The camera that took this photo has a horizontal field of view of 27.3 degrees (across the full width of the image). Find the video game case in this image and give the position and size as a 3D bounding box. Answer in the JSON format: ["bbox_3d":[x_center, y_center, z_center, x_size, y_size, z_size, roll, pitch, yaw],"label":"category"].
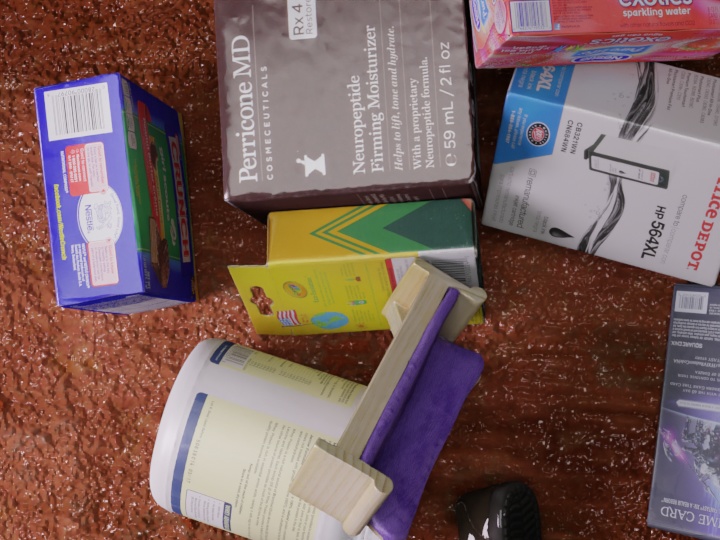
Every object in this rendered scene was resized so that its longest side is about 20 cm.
[{"bbox_3d":[0.296,0.114,1.179,0.019,0.142,0.203,8,87,-38],"label":"video game case"}]

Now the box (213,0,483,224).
[{"bbox_3d":[-0.004,-0.133,1.203,0.197,0.164,0.169,-4,85,6],"label":"box"}]

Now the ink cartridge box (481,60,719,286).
[{"bbox_3d":[0.208,-0.087,1.179,0.197,0.147,0.085,15,46,8],"label":"ink cartridge box"}]

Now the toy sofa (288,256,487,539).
[{"bbox_3d":[0.034,0.099,1.115,0.097,0.083,0.201,30,54,0],"label":"toy sofa"}]

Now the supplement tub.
[{"bbox_3d":[-0.056,0.150,1.202,0.197,0.145,0.147,17,88,8],"label":"supplement tub"}]

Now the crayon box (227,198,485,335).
[{"bbox_3d":[0.000,0.000,1.211,0.197,0.127,0.051,-4,61,6],"label":"crayon box"}]

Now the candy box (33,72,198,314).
[{"bbox_3d":[-0.192,-0.055,1.203,0.076,0.200,0.172,-7,87,5],"label":"candy box"}]

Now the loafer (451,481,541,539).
[{"bbox_3d":[0.111,0.271,1.220,0.071,0.072,0.203,1,90,43],"label":"loafer"}]

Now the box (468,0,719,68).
[{"bbox_3d":[0.184,-0.213,1.100,0.197,0.095,0.104,-5,85,-12],"label":"box"}]
